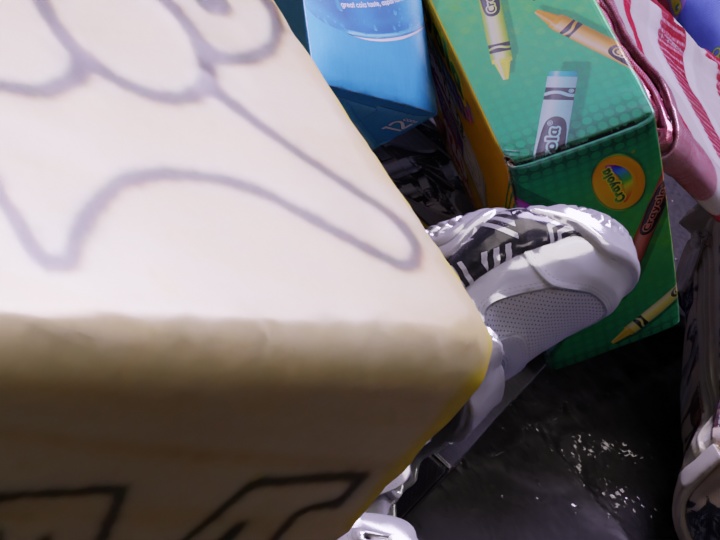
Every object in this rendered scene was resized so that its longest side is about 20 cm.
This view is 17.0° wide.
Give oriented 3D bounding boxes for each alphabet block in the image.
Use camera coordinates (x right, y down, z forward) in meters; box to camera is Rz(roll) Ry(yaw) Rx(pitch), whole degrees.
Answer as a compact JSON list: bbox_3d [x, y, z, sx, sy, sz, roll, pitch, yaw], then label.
[{"bbox_3d":[-0.124,0.012,0.626,0.200,0.196,0.196,4,47,-48],"label":"alphabet block"}]

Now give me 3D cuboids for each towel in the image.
[{"bbox_3d":[0.151,-0.055,1.005,0.200,0.023,0.144,35,26,-45],"label":"towel"}]

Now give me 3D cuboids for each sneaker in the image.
[{"bbox_3d":[0.014,0.057,0.788,0.200,0.075,0.115,-19,67,-12],"label":"sneaker"}]

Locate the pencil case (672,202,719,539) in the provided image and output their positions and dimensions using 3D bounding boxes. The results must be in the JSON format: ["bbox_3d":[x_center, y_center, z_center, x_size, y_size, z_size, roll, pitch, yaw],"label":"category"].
[{"bbox_3d":[0.172,0.049,1.042,0.089,0.078,0.200,30,30,-11],"label":"pencil case"}]

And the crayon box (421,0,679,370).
[{"bbox_3d":[0.060,-0.077,0.937,0.119,0.058,0.200,74,-4,-49],"label":"crayon box"}]

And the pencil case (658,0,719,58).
[{"bbox_3d":[0.216,-0.084,1.275,0.087,0.078,0.200,17,38,-32],"label":"pencil case"}]

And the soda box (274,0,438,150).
[{"bbox_3d":[-0.028,-0.142,0.910,0.064,0.068,0.201,11,63,-42],"label":"soda box"}]

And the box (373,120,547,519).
[{"bbox_3d":[0.000,0.000,0.937,0.158,0.048,0.200,44,29,5],"label":"box"}]
